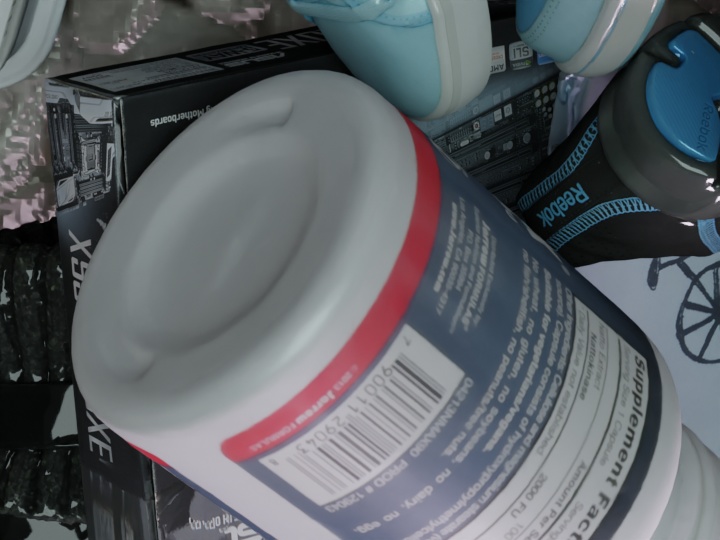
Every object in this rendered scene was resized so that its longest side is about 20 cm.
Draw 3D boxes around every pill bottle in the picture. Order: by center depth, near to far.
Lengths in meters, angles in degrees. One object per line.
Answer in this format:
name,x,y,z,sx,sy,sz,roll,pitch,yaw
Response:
pill bottle,0.023,0.043,0.803,0.120,0.120,0.200,-46,125,6

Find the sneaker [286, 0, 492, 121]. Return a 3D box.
sneaker,-0.037,-0.115,0.780,0.082,0.074,0.200,-40,113,-21

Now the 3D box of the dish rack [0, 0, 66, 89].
dish rack,-0.157,-0.153,0.823,0.171,0.044,0.200,21,121,1

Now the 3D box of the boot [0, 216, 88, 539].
boot,-0.127,0.069,0.907,0.211,0.079,0.158,-17,111,-19

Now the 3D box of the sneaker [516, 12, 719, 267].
sneaker,0.130,-0.049,0.859,0.200,0.082,0.073,-11,71,-43

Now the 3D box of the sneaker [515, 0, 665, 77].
sneaker,0.033,-0.149,0.745,0.130,0.080,0.201,5,122,-7

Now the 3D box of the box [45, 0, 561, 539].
box,0.000,0.000,0.884,0.200,0.050,0.158,-14,108,-33

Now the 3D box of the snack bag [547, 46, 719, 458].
snack bag,0.127,0.018,0.930,0.199,0.021,0.189,2,108,-32
